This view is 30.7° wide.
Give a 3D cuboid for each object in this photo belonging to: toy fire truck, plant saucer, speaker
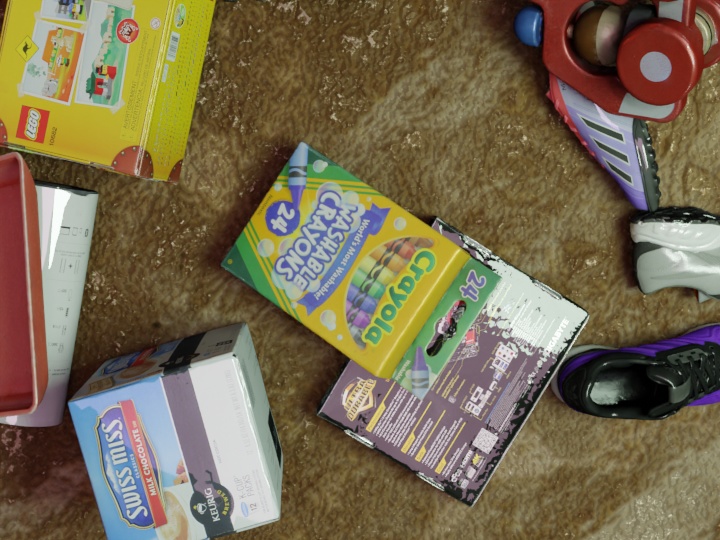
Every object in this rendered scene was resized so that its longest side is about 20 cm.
[{"bbox_3d":[0.201,-0.221,1.024,0.167,0.112,0.201,15,124,27],"label":"toy fire truck"},{"bbox_3d":[-0.321,0.022,1.057,0.199,0.037,0.201,-10,83,34],"label":"plant saucer"},{"bbox_3d":[-0.272,0.027,1.094,0.081,0.081,0.201,9,94,-4],"label":"speaker"}]

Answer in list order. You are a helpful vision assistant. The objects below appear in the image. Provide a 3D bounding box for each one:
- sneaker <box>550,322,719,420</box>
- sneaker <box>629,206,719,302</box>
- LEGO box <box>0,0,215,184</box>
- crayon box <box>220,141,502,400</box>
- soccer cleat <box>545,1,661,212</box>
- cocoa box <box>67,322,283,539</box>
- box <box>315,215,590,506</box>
[{"bbox_3d":[0.268,0.094,1.120,0.199,0.100,0.070,-10,97,-2],"label":"sneaker"},{"bbox_3d":[0.331,-0.011,1.138,0.199,0.074,0.080,2,104,3],"label":"sneaker"},{"bbox_3d":[-0.207,-0.183,1.060,0.148,0.077,0.201,14,94,17],"label":"LEGO box"},{"bbox_3d":[0.000,0.000,1.089,0.200,0.052,0.126,34,92,15],"label":"crayon box"},{"bbox_3d":[0.201,-0.139,1.123,0.073,0.068,0.201,-20,95,15],"label":"soccer cleat"},{"bbox_3d":[-0.140,0.131,1.049,0.131,0.200,0.134,-15,95,-1],"label":"cocoa box"},{"bbox_3d":[0.079,0.078,1.135,0.159,0.049,0.201,31,92,-3],"label":"box"}]
